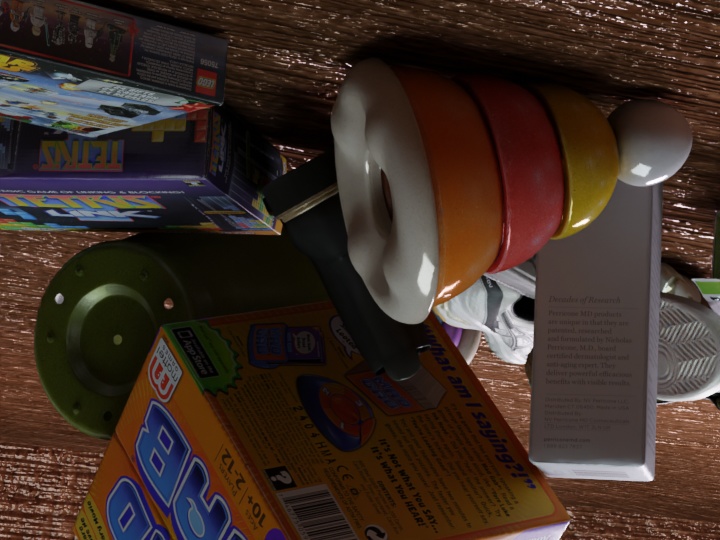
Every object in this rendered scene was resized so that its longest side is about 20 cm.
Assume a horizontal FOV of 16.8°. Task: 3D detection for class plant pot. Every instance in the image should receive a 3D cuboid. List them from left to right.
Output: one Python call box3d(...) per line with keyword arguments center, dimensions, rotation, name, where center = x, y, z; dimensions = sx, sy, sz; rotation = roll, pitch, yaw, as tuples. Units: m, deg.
box3d(center=(-0.118, 0.050, 1.656), dimensions=(0.199, 0.202, 0.193), rotation=(-2, 177, 29), name="plant pot")

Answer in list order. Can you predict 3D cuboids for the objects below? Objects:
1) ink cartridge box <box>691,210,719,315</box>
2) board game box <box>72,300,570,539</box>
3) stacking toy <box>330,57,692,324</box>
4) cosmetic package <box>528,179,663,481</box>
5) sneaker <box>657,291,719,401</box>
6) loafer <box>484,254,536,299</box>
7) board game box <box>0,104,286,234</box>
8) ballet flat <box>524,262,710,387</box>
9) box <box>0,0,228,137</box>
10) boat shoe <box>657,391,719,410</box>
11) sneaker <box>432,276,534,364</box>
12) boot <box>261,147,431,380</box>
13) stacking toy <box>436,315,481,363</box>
box3d(center=(0.306, -0.005, 1.620), dimensions=(0.147, 0.076, 0.200), rotation=(1, 168, 16), name="ink cartridge box")
box3d(center=(-0.030, 0.160, 1.536), dimensions=(0.199, 0.200, 0.200), rotation=(-8, 140, -35), name="board game box")
box3d(center=(0.093, -0.057, 1.346), dimensions=(0.199, 0.147, 0.146), rotation=(-10, 173, -14), name="stacking toy")
box3d(center=(0.144, 0.022, 1.473), dimensions=(0.071, 0.201, 0.101), rotation=(2, 170, 10), name="cosmetic package")
box3d(center=(0.212, 0.050, 1.686), dimensions=(0.084, 0.076, 0.200), rotation=(-2, -177, -30), name="sneaker")
box3d(center=(0.126, -0.007, 1.695), dimensions=(0.070, 0.070, 0.199), rotation=(-14, 161, 36), name="loafer")
box3d(center=(-0.163, -0.065, 1.525), dimensions=(0.199, 0.057, 0.165), rotation=(1, 171, 15), name="board game box")
box3d(center=(0.206, 0.034, 1.847), dimensions=(0.199, 0.073, 0.068), rotation=(-21, -132, -32), name="ballet flat")
box3d(center=(-0.189, -0.116, 1.291), dimensions=(0.199, 0.040, 0.137), rotation=(12, 168, -37), name="box")
box3d(center=(0.341, 0.104, 2.236), dimensions=(0.199, 0.065, 0.073), rotation=(4, 168, -7), name="boat shoe")
box3d(center=(0.134, 0.028, 1.869), dimensions=(0.087, 0.076, 0.200), rotation=(-2, 169, 33), name="sneaker")
box3d(center=(0.000, 0.000, 1.491), dimensions=(0.077, 0.139, 0.200), rotation=(-28, 179, 11), name="boot")
box3d(center=(0.005, 0.027, 1.934), dimensions=(0.085, 0.086, 0.199), rotation=(-5, 161, 43), name="stacking toy")
